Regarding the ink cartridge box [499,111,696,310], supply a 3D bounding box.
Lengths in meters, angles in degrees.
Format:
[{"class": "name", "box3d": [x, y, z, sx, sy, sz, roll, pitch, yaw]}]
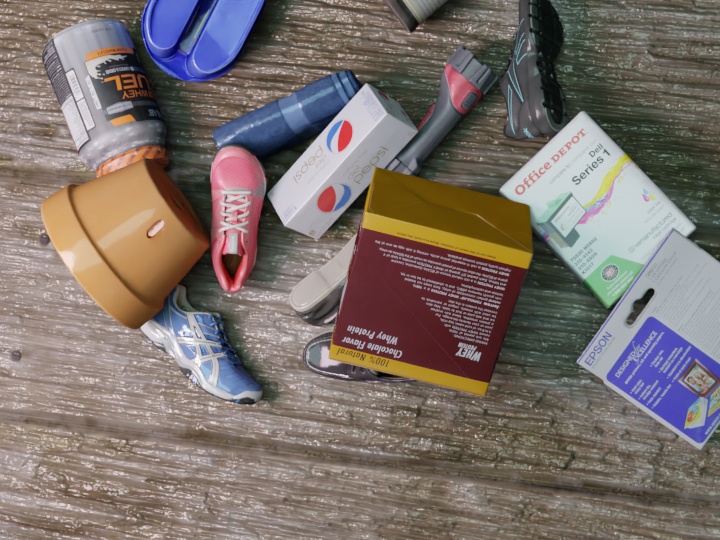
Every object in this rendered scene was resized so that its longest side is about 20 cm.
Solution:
[{"class": "ink cartridge box", "box3d": [0.288, -0.073, 1.535, 0.145, 0.084, 0.200, -43, 80, 6]}]

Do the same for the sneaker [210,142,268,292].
[{"class": "sneaker", "box3d": [-0.154, -0.061, 1.585, 0.073, 0.087, 0.201, 1, 120, -4]}]

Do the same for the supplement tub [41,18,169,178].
[{"class": "supplement tub", "box3d": [-0.332, -0.218, 1.652, 0.122, 0.123, 0.201, -24, 83, 9]}]

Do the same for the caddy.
[{"class": "caddy", "box3d": [-0.203, -0.346, 1.644, 0.141, 0.105, 0.201, 28, 93, -12]}]

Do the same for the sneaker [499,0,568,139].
[{"class": "sneaker", "box3d": [0.207, -0.258, 1.567, 0.079, 0.075, 0.201, -16, 66, 42]}]

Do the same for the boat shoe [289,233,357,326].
[{"class": "boat shoe", "box3d": [0.000, 0.000, 1.613, 0.200, 0.057, 0.067, -35, 45, 4]}]

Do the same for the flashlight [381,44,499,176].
[{"class": "flashlight", "box3d": [0.088, -0.192, 1.596, 0.068, 0.068, 0.200, 42, 100, -2]}]

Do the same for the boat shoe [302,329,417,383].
[{"class": "boat shoe", "box3d": [0.019, 0.109, 1.590, 0.199, 0.065, 0.072, 4, 89, 13]}]

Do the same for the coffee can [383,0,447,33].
[{"class": "coffee can", "box3d": [0.095, -0.417, 1.562, 0.200, 0.146, 0.147, -38, 80, 7]}]

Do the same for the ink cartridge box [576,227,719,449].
[{"class": "ink cartridge box", "box3d": [0.385, 0.079, 1.494, 0.200, 0.043, 0.199, 34, 95, -12]}]

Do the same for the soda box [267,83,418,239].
[{"class": "soda box", "box3d": [-0.024, -0.135, 1.582, 0.200, 0.068, 0.064, -46, 51, 19]}]

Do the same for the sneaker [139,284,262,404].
[{"class": "sneaker", "box3d": [-0.203, 0.099, 1.631, 0.200, 0.076, 0.077, 39, 99, 10]}]

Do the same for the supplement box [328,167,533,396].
[{"class": "supplement box", "box3d": [0.082, 0.013, 1.491, 0.196, 0.133, 0.201, 14, 118, -1]}]

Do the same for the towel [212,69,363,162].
[{"class": "towel", "box3d": [-0.086, -0.192, 1.604, 0.199, 0.112, 0.049, -23, 82, 9]}]

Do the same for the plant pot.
[{"class": "plant pot", "box3d": [-0.285, -0.048, 1.577, 0.140, 0.200, 0.201, -36, 81, 6]}]
